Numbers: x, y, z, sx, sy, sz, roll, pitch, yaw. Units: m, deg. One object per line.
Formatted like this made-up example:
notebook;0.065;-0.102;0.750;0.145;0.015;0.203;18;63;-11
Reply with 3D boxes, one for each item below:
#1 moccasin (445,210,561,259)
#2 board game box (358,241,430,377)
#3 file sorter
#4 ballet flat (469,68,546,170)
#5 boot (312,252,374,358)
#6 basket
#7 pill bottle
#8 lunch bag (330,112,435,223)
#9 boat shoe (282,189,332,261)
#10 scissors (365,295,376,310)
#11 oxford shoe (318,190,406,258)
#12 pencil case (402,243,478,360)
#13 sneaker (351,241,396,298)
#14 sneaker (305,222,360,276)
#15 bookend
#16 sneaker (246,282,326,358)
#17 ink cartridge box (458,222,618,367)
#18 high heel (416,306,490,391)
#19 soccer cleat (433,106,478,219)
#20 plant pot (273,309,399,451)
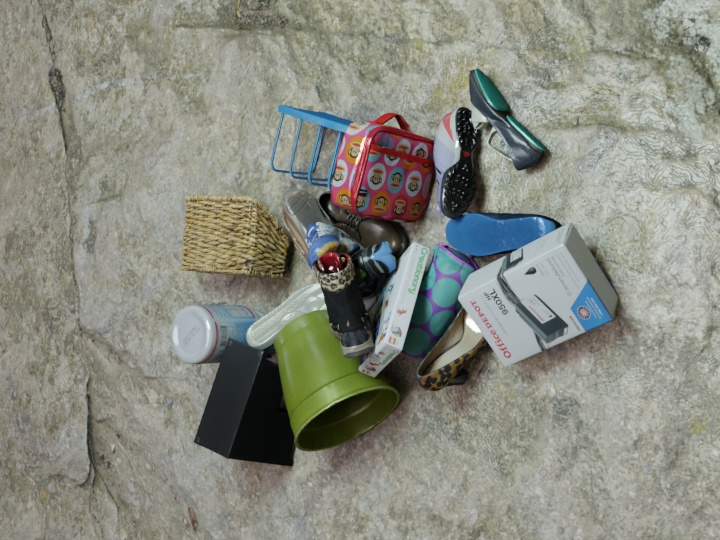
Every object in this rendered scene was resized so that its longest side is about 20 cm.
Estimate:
moccasin;0.235;-0.056;1.590;0.198;0.068;0.082;7;99;37
board game box;0.056;0.065;1.626;0.126;0.034;0.202;128;162;-58
file sorter;-0.043;-0.210;1.754;0.199;0.138;0.124;22;104;34
ballet flat;0.224;-0.243;1.605;0.073;0.073;0.201;-45;66;25
boot;-0.032;0.042;1.612;0.072;0.200;0.152;-16;111;0
basket;-0.233;-0.064;1.878;0.198;0.142;0.151;2;87;38
pill bottle;-0.255;0.120;1.849;0.108;0.199;0.110;-2;86;35
lunch bag;0.044;-0.177;1.650;0.081;0.199;0.178;20;100;39
boat shoe;-0.085;-0.054;1.823;0.201;0.075;0.072;63;149;11
scissors;-0.036;0.119;1.806;0.073;0.014;0.202;35;109;32
oxford shoe;-0.003;-0.080;1.750;0.199;0.084;0.073;33;105;30
pencil case;0.122;0.053;1.653;0.092;0.085;0.201;40;111;34
sneaker;0.000;0.000;1.708;0.200;0.082;0.072;130;127;-68
sneaker;-0.069;-0.041;1.695;0.088;0.200;0.075;40;98;9
bookend;-0.187;0.250;1.819;0.091;0.198;0.202;16;86;35
sneaker;-0.116;0.097;1.831;0.199;0.085;0.075;-29;53;2
ink cartridge box;0.274;0.041;1.511;0.199;0.084;0.145;-29;103;32
high heel;0.160;0.104;1.587;0.071;0.142;0.202;27;103;33
soccer cleat;0.152;-0.175;1.637;0.073;0.068;0.202;-20;57;51
plant pot;-0.060;0.182;1.720;0.200;0.199;0.194;-42;59;26
